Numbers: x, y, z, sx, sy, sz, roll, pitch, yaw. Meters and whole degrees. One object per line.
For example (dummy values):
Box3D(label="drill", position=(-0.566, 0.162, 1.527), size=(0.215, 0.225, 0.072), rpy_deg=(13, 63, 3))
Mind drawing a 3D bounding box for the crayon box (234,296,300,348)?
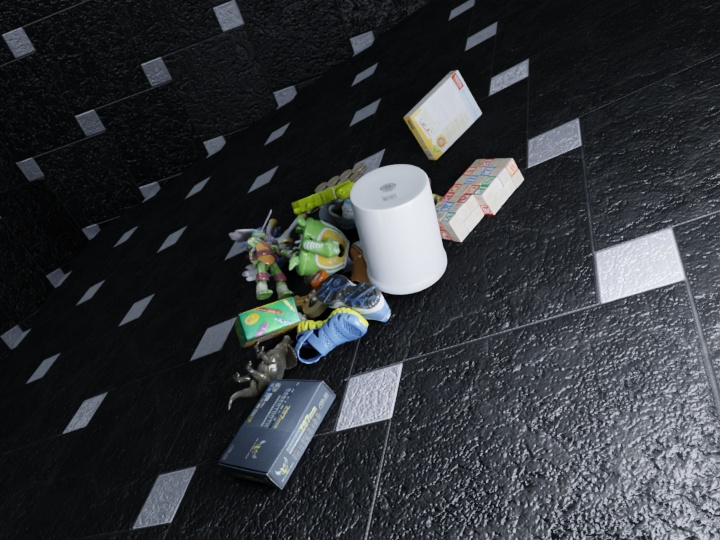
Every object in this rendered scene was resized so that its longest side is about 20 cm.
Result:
Box3D(label="crayon box", position=(-0.205, 0.116, 1.359), size=(0.117, 0.059, 0.200), rpy_deg=(-18, -7, -16))

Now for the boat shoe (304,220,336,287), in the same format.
Box3D(label="boat shoe", position=(-0.103, -0.034, 1.599), size=(0.072, 0.075, 0.202), rpy_deg=(122, 167, -52))

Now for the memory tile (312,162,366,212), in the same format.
Box3D(label="memory tile", position=(-0.074, -0.256, 1.946), size=(0.198, 0.017, 0.154), rpy_deg=(-22, 31, 28))

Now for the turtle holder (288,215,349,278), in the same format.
Box3D(label="turtle holder", position=(-0.091, -0.057, 1.457), size=(0.186, 0.130, 0.143), rpy_deg=(112, 167, -58))

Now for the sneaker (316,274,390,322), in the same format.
Box3D(label="sneaker", position=(-0.018, 0.064, 1.297), size=(0.199, 0.077, 0.076), rpy_deg=(19, 67, 49))

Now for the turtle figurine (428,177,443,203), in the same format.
Box3D(label="turtle figurine", position=(0.112, -0.183, 1.506), size=(0.197, 0.065, 0.162), rpy_deg=(-5, 28, 15))

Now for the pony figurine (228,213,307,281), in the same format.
Box3D(label="pony figurine", position=(-0.245, -0.074, 1.748), size=(0.190, 0.168, 0.201), rpy_deg=(-7, 33, 20))

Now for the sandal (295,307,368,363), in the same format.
Box3D(label="sandal", position=(-0.064, 0.138, 1.275), size=(0.199, 0.079, 0.088), rpy_deg=(-25, 31, 41))

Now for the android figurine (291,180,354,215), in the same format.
Box3D(label="android figurine", position=(-0.098, -0.186, 1.628), size=(0.180, 0.042, 0.200), rpy_deg=(-16, 11, 33))

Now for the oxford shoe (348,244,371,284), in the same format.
Box3D(label="oxford shoe", position=(0.000, 0.000, 1.408), size=(0.071, 0.071, 0.200), rpy_deg=(-41, 28, 3))

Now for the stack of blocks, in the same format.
Box3D(label="stack of blocks", position=(0.244, -0.154, 1.351), size=(0.200, 0.059, 0.115), rpy_deg=(-48, 29, -17))

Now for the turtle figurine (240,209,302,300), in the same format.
Box3D(label="turtle figurine", position=(-0.214, -0.036, 1.571), size=(0.197, 0.144, 0.197), rpy_deg=(-18, 71, 13))

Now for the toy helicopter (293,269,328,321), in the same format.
Box3D(label="toy helicopter", position=(-0.122, 0.082, 1.452), size=(0.199, 0.079, 0.133), rpy_deg=(-15, 43, 57))

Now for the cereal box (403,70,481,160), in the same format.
Box3D(label="cereal box", position=(0.224, -0.417, 1.688), size=(0.200, 0.144, 0.039), rpy_deg=(-45, 27, -15))

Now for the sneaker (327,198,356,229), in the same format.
Box3D(label="sneaker", position=(-0.001, -0.154, 1.598), size=(0.198, 0.086, 0.076), rpy_deg=(-11, 63, 36))

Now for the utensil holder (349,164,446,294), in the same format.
Box3D(label="utensil holder", position=(0.075, -0.084, 1.248), size=(0.167, 0.202, 0.171), rpy_deg=(-11, 37, 8))

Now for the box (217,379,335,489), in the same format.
Box3D(label="box", position=(-0.154, 0.295, 1.163), size=(0.156, 0.051, 0.201), rpy_deg=(-7, 41, 44))

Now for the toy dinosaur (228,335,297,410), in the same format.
Box3D(label="toy dinosaur", position=(-0.197, 0.214, 1.303), size=(0.077, 0.102, 0.201), rpy_deg=(-3, 52, 58))

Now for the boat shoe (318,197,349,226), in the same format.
Box3D(label="boat shoe", position=(-0.027, -0.173, 1.720), size=(0.198, 0.075, 0.065), rpy_deg=(-13, 8, 38))
